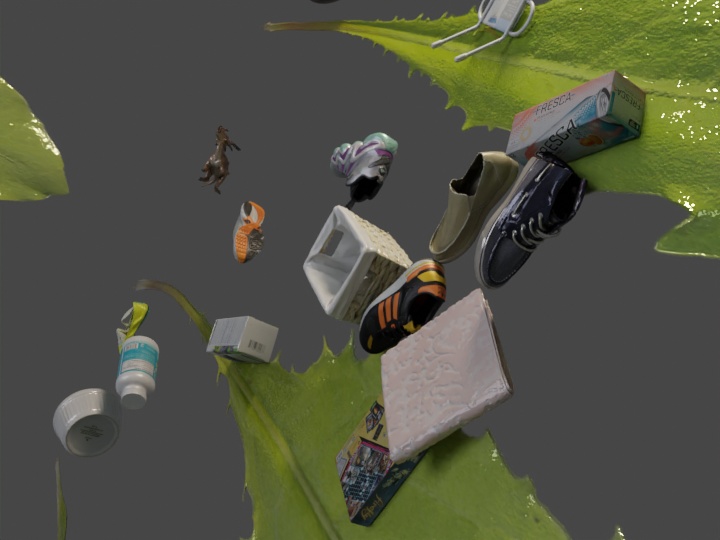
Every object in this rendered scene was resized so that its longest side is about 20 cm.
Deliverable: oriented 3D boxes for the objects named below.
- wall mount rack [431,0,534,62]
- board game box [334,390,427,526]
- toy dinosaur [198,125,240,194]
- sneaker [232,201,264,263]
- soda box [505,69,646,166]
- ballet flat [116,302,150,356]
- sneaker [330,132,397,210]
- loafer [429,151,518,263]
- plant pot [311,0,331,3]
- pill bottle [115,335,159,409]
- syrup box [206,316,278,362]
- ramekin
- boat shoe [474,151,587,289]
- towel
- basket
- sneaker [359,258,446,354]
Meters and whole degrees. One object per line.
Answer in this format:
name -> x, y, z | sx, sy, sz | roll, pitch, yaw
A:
wall mount rack -> 0.211, -0.432, 1.520 | 0.176, 0.074, 0.200 | -60, 25, 14
board game box -> 0.037, 0.259, 1.321 | 0.201, 0.034, 0.136 | -56, 27, 21
toy dinosaur -> -0.418, -0.321, 2.654 | 0.201, 0.084, 0.137 | 121, 170, -53
sneaker -> -0.284, -0.076, 2.203 | 0.093, 0.075, 0.202 | -55, 19, 37
soda box -> 0.284, -0.195, 1.191 | 0.199, 0.063, 0.070 | -17, 53, 59
ballet flat -> -0.752, 0.189, 2.881 | 0.202, 0.066, 0.067 | -61, 27, 12
sneaker -> -0.012, -0.178, 1.737 | 0.199, 0.077, 0.142 | -19, 51, 58
loafer -> 0.158, -0.102, 1.350 | 0.202, 0.067, 0.076 | -57, 27, 19
plant pot -> -0.095, -0.776, 2.323 | 0.200, 0.184, 0.190 | 178, 115, -78
pill bottle -> -0.630, 0.292, 2.506 | 0.111, 0.109, 0.202 | -48, 30, 32
syrup box -> -0.260, 0.153, 1.938 | 0.199, 0.078, 0.083 | -11, 59, 60
ramekin -> -0.791, 0.455, 2.596 | 0.204, 0.200, 0.094 | -58, 38, 15
boat shoe -> 0.224, -0.058, 1.177 | 0.203, 0.074, 0.093 | -65, 23, 8
towel -> 0.113, 0.146, 1.227 | 0.199, 0.032, 0.193 | -37, 35, 24
basket -> 0.000, 0.000, 1.510 | 0.137, 0.122, 0.200 | -59, 25, 14
sneaker -> 0.063, 0.075, 1.384 | 0.201, 0.069, 0.091 | -50, 27, 28
